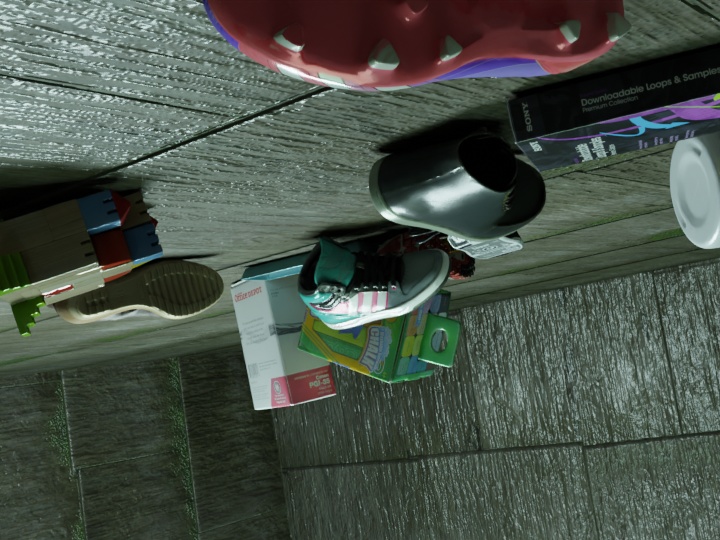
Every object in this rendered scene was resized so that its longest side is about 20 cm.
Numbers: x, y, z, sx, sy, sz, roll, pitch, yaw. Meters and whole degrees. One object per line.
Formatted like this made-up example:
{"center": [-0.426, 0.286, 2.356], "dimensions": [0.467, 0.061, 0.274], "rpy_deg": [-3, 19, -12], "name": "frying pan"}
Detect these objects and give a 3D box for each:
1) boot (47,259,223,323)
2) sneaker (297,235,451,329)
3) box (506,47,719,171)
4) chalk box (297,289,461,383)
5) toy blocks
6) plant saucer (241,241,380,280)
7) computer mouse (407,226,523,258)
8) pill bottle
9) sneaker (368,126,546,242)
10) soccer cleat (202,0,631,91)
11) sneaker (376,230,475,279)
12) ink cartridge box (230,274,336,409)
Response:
{"center": [-0.289, 0.024, 1.221], "dimensions": [0.199, 0.073, 0.166], "rpy_deg": [-7, -174, -28], "name": "boot"}
{"center": [0.000, 0.000, 1.171], "dimensions": [0.199, 0.084, 0.121], "rpy_deg": [-23, 138, 31], "name": "sneaker"}
{"center": [0.215, -0.118, 0.710], "dimensions": [0.198, 0.036, 0.143], "rpy_deg": [-10, 174, 17], "name": "box"}
{"center": [0.037, 0.073, 1.301], "dimensions": [0.199, 0.125, 0.124], "rpy_deg": [16, -173, 31], "name": "chalk box"}
{"center": [-0.224, -0.018, 0.784], "dimensions": [0.136, 0.101, 0.200], "rpy_deg": [-20, 177, -14], "name": "toy blocks"}
{"center": [-0.068, -0.012, 1.342], "dimensions": [0.199, 0.019, 0.070], "rpy_deg": [-12, 174, 28], "name": "plant saucer"}
{"center": [0.142, -0.052, 1.195], "dimensions": [0.109, 0.044, 0.200], "rpy_deg": [-17, 166, 23], "name": "computer mouse"}
{"center": [0.401, -0.088, 0.896], "dimensions": [0.198, 0.112, 0.111], "rpy_deg": [-9, 174, -4], "name": "pill bottle"}
{"center": [0.113, -0.069, 0.808], "dimensions": [0.199, 0.075, 0.106], "rpy_deg": [-2, 173, -42], "name": "sneaker"}
{"center": [0.024, -0.106, 0.412], "dimensions": [0.199, 0.067, 0.076], "rpy_deg": [-9, 179, -27], "name": "soccer cleat"}
{"center": [0.079, -0.010, 1.308], "dimensions": [0.082, 0.079, 0.199], "rpy_deg": [-7, 174, 34], "name": "sneaker"}
{"center": [-0.121, 0.105, 1.490], "dimensions": [0.082, 0.202, 0.146], "rpy_deg": [-10, 175, -29], "name": "ink cartridge box"}
